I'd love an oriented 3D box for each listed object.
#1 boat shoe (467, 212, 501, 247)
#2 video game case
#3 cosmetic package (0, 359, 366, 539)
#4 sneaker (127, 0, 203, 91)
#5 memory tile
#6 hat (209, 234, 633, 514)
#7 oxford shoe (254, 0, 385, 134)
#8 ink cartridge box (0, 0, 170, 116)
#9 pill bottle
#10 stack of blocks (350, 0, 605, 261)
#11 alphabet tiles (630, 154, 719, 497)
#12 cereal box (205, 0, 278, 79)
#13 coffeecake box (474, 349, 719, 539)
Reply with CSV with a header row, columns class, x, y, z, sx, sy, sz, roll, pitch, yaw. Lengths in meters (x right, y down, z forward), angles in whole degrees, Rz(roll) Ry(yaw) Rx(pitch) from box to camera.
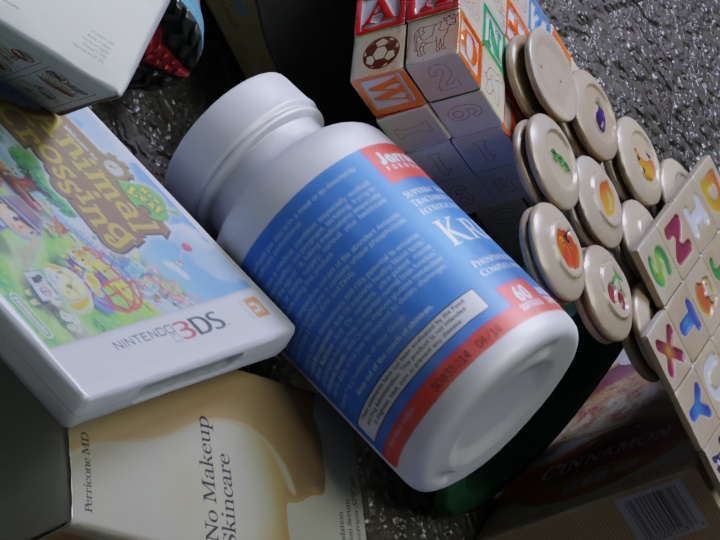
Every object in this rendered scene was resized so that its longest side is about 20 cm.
class,x,y,z,sx,sy,sz,roll,pitch,yaw
boat shoe,0.065,-0.001,1.545,0.198,0.075,0.066,5,34,-31
video game case,-0.141,-0.023,1.242,0.200,0.022,0.182,46,25,14
cosmetic package,-0.089,0.097,1.280,0.199,0.071,0.106,18,56,-47
sneaker,-0.153,-0.180,1.374,0.200,0.079,0.096,52,20,-26
memory tile,0.133,-0.023,1.421,0.200,0.017,0.154,37,43,-47
hat,0.036,0.011,1.482,0.176,0.166,0.200,41,-9,16
oxford shoe,-0.013,-0.112,1.458,0.201,0.071,0.071,66,-8,-25
ink cartridge box,-0.165,-0.197,1.249,0.199,0.084,0.176,32,73,-21
pill bottle,0.000,0.000,1.333,0.200,0.113,0.112,45,31,18
stack of blocks,0.066,-0.087,1.433,0.200,0.058,0.116,52,32,-45
alphabet tiles,0.200,0.036,1.469,0.167,0.006,0.200,62,31,-12
cereal box,-0.054,-0.217,1.503,0.144,0.039,0.201,62,29,-44
coffeecake box,0.169,0.104,1.546,0.073,0.153,0.200,56,36,-14
